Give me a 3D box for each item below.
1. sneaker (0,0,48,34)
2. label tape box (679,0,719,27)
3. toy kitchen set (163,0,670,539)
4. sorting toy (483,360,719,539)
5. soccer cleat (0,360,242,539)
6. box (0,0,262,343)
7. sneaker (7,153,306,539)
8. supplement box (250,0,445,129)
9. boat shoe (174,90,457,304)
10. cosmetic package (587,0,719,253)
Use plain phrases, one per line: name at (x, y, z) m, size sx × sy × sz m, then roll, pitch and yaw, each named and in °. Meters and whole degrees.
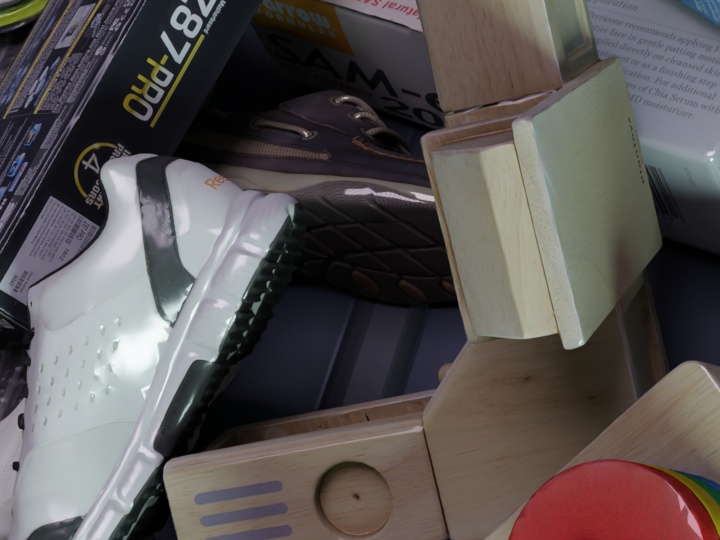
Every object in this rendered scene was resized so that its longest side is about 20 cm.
sneaker at (-0.145, -0.211, 1.210) m, size 0.074 × 0.081 × 0.201 m, roll 9°, pitch 60°, yaw 31°
label tape box at (0.089, -0.179, 0.910) m, size 0.066 × 0.143 × 0.200 m, roll -41°, pitch 47°, yaw -7°
toy kitchen set at (0.000, 0.000, 0.853) m, size 0.179 × 0.201 × 0.163 m, roll -11°, pitch 8°, yaw 16°
sorting toy at (0.073, 0.160, 0.746) m, size 0.200 × 0.069 × 0.199 m, roll -44°, pitch 59°, yaw 19°
soccer cleat at (-0.126, 0.083, 0.988) m, size 0.199 × 0.069 × 0.078 m, roll -30°, pitch 52°, yaw 12°
box at (-0.113, -0.067, 1.032) m, size 0.201 × 0.049 × 0.161 m, roll -62°, pitch 22°, yaw -11°
sneaker at (-0.096, 0.049, 0.928) m, size 0.080 × 0.074 × 0.201 m, roll 27°, pitch 90°, yaw 8°
supplement box at (0.053, -0.161, 1.078) m, size 0.126 × 0.074 × 0.200 m, roll 22°, pitch 66°, yaw 38°
boat shoe at (-0.015, -0.039, 1.018) m, size 0.199 × 0.075 × 0.074 m, roll 6°, pitch 58°, yaw 29°
cosmetic package at (0.153, -0.110, 0.980) m, size 0.101 × 0.071 × 0.200 m, roll 20°, pitch 66°, yaw 37°
